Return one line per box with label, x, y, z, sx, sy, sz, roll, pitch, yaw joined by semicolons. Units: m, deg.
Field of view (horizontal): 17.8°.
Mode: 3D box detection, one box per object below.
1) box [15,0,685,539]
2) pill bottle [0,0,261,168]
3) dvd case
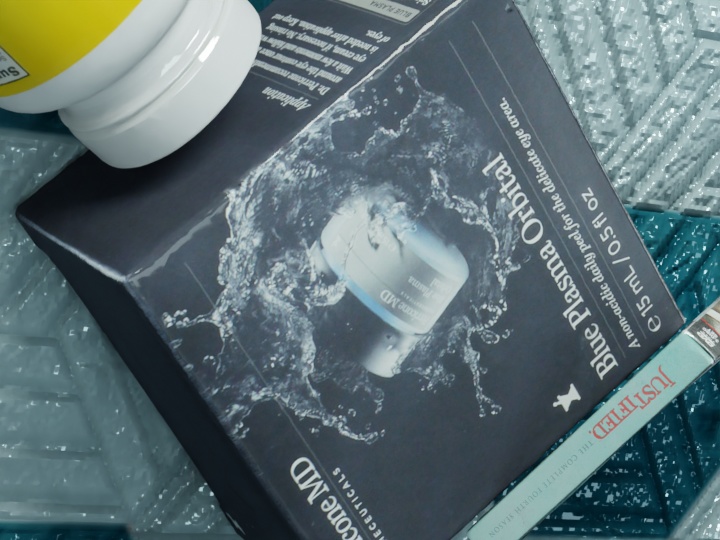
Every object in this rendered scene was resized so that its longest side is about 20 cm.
box;0.000;0.000;0.963;0.200;0.117;0.197;-41;121;-14
pill bottle;-0.130;-0.132;0.847;0.113;0.112;0.200;-51;123;-9
dvd case;0.136;0.045;1.009;0.146;0.022;0.200;-47;173;33
